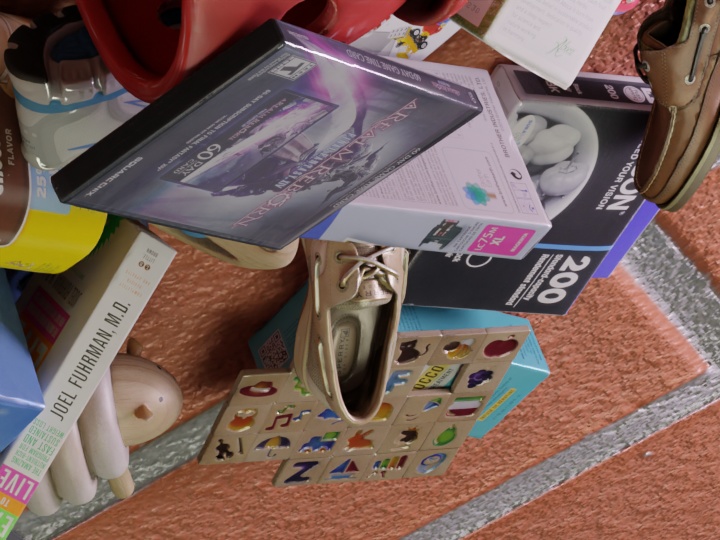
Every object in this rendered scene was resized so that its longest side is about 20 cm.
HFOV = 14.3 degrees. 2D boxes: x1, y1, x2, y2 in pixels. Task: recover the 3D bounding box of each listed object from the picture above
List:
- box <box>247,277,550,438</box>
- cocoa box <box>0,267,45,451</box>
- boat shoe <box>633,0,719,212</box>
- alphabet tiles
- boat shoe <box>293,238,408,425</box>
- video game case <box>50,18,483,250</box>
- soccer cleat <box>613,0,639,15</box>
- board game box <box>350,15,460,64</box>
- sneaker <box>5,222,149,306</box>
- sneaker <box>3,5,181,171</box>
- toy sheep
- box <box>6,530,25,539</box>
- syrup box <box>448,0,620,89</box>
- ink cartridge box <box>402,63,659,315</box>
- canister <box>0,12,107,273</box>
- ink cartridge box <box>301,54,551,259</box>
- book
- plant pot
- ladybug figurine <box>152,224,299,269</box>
[{"bbox_3d":[0.028,0.058,1.927,0.200,0.049,0.082,13,133,-41],"label":"box"},{"bbox_3d":[-0.280,0.023,1.572,0.131,0.200,0.133,16,132,-43],"label":"cocoa box"},{"bbox_3d":[0.196,-0.132,1.724,0.068,0.072,0.200,12,114,-17],"label":"boat shoe"},{"bbox_3d":[-0.004,0.093,1.907,0.199,0.008,0.167,-2,142,-27],"label":"alphabet tiles"},{"bbox_3d":[0.000,0.000,1.768,0.072,0.065,0.200,-5,119,-24],"label":"boat shoe"},{"bbox_3d":[-0.042,-0.064,1.424,0.143,0.019,0.200,-34,158,23],"label":"video game case"},{"bbox_3d":[0.083,-0.186,1.618,0.076,0.067,0.200,-10,165,42],"label":"soccer cleat"},{"bbox_3d":[-0.045,-0.148,1.611,0.126,0.035,0.200,-38,143,22],"label":"board game box"},{"bbox_3d":[-0.215,0.020,1.711,0.200,0.082,0.074,-23,144,1],"label":"sneaker"},{"bbox_3d":[-0.100,-0.106,1.515,0.200,0.075,0.087,-18,138,-27],"label":"sneaker"},{"bbox_3d":[-0.209,0.093,1.779,0.199,0.138,0.138,-12,146,-3],"label":"toy sheep"},{"bbox_3d":[-0.296,0.148,1.789,0.044,0.160,0.200,-63,148,-14],"label":"box"},{"bbox_3d":[0.116,-0.208,1.510,0.081,0.079,0.200,25,100,-45],"label":"syrup box"},{"bbox_3d":[0.133,-0.048,1.843,0.200,0.043,0.198,1,139,-32],"label":"ink cartridge box"},{"bbox_3d":[-0.238,-0.078,1.505,0.200,0.149,0.086,8,152,-40],"label":"canister"},{"bbox_3d":[0.002,-0.069,1.607,0.200,0.120,0.042,7,139,-35],"label":"ink cartridge box"},{"bbox_3d":[-0.177,0.059,1.616,0.048,0.134,0.200,31,90,-20],"label":"book"},{"bbox_3d":[-0.043,-0.198,1.407,0.182,0.201,0.201,-17,147,-21],"label":"plant pot"},{"bbox_3d":[-0.096,-0.059,1.643,0.072,0.136,0.200,-64,154,-6],"label":"ladybug figurine"}]
